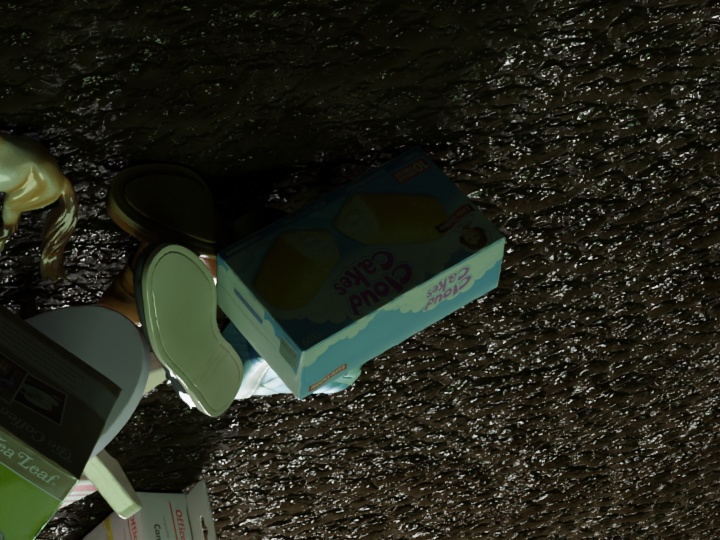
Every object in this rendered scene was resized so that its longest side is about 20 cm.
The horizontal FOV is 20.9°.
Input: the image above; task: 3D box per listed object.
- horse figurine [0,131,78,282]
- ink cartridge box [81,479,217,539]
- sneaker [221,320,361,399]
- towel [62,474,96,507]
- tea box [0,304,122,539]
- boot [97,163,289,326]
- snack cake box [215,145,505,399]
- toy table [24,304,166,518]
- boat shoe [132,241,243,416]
[{"bbox_3d":[-0.270,-0.062,1.396,0.133,0.050,0.200,-45,136,17],"label":"horse figurine"},{"bbox_3d":[-0.230,0.310,2.069,0.067,0.117,0.200,8,144,-37],"label":"ink cartridge box"},{"bbox_3d":[-0.040,0.053,1.724,0.130,0.080,0.200,0,159,-24],"label":"sneaker"},{"bbox_3d":[-0.353,0.233,1.918,0.199,0.030,0.146,-26,168,15],"label":"towel"},{"bbox_3d":[-0.318,0.127,1.435,0.200,0.134,0.197,36,117,-10],"label":"tea box"},{"bbox_3d":[-0.161,-0.008,1.549,0.154,0.074,0.200,-29,148,34],"label":"boot"},{"bbox_3d":[0.000,0.000,1.517,0.200,0.115,0.067,-29,149,-25],"label":"snack cake box"},{"bbox_3d":[-0.249,0.116,1.599,0.199,0.184,0.117,-24,160,5],"label":"toy table"},{"bbox_3d":[-0.147,0.042,1.507,0.073,0.063,0.200,-52,149,-23],"label":"boat shoe"}]
